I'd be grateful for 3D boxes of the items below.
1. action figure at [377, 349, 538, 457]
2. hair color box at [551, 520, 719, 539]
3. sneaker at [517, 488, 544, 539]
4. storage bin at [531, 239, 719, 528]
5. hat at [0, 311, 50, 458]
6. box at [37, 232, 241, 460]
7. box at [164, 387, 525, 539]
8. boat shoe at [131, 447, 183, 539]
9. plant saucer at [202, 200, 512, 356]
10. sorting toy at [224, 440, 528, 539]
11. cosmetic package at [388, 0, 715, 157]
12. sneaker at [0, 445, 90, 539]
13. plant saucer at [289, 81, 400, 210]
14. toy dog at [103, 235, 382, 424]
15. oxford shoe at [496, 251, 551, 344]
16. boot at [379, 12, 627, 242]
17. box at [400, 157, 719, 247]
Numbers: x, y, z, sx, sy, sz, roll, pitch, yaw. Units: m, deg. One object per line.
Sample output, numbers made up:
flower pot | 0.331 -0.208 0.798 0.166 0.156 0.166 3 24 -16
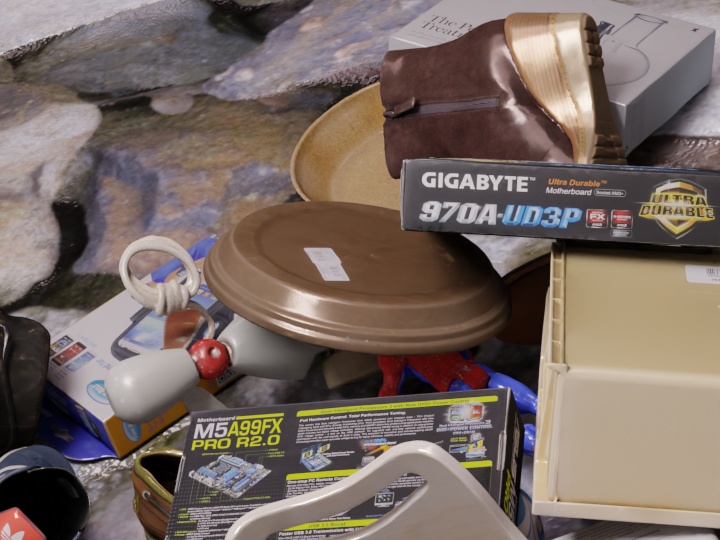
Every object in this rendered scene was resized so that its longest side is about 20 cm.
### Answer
action figure | 0.074 0.094 1.440 0.200 0.099 0.065 36 55 24
hair color box | 0.170 0.213 1.220 0.101 0.061 0.200 -19 33 -1
sneaker | 0.034 0.128 1.391 0.072 0.073 0.200 -37 38 -30
storage bin | 0.204 0.060 1.317 0.200 0.094 0.199 4 24 4
hat | -0.252 0.066 1.548 0.081 0.201 0.201 -4 30 -20
box | -0.145 0.056 1.604 0.200 0.042 0.119 -33 37 -24
box | -0.011 0.147 1.298 0.200 0.044 0.160 -6 45 14
boat shoe | -0.063 0.159 1.397 0.200 0.068 0.072 8 41 32
plant saucer | 0.000 0.000 1.447 0.200 0.030 0.200 8 23 -3
sorting toy | 0.023 0.177 1.150 0.200 0.180 0.107 -24 23 11
cosmetic package | 0.143 -0.158 1.700 0.200 0.052 0.151 19 34 27
sneaker | -0.199 0.148 1.422 0.085 0.075 0.200 -42 9 17
plant saucer | 0.047 -0.086 1.712 0.200 0.035 0.200 -12 36 9
toy dog | -0.080 0.054 1.522 0.200 0.096 0.132 2 71 -19
oxford shoe | 0.174 0.025 1.473 0.200 0.071 0.071 -8 40 13
boot | 0.099 -0.078 1.601 0.166 0.072 0.200 -11 77 29
box | 0.130 -0.044 1.412 0.200 0.046 0.159 3 4 7
